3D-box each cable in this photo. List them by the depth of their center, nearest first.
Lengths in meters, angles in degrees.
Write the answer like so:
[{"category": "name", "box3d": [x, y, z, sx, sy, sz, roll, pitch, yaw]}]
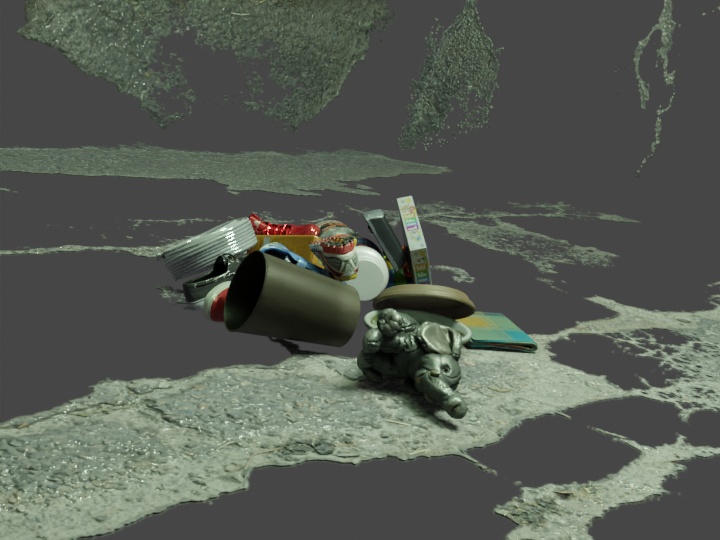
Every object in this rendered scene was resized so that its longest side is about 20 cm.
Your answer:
[{"category": "cable", "box3d": [-0.308, -0.044, 1.833, 0.199, 0.069, 0.200, -27, 9, -21]}]

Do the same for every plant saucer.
[{"category": "plant saucer", "box3d": [0.102, 0.121, 1.640, 0.199, 0.050, 0.200, 7, 12, -2]}, {"category": "plant saucer", "box3d": [0.123, 0.063, 1.730, 0.199, 0.030, 0.200, 4, -17, 1]}]

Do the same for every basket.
[{"category": "basket", "box3d": [-0.113, 0.059, 1.560, 0.199, 0.137, 0.180, 16, -29, -27]}]

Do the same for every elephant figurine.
[{"category": "elephant figurine", "box3d": [0.105, 0.153, 1.435, 0.199, 0.155, 0.142, 24, -24, 17]}]

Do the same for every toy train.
[{"category": "toy train", "box3d": [0.076, -0.031, 2.011, 0.115, 0.085, 0.201, -3, 49, 6]}]

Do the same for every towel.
[{"category": "towel", "box3d": [0.255, 0.119, 1.801, 0.146, 0.022, 0.200, 6, 13, -14]}]

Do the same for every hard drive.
[{"category": "hard drive", "box3d": [0.052, -0.066, 1.847, 0.042, 0.135, 0.200, -30, 5, 2]}]

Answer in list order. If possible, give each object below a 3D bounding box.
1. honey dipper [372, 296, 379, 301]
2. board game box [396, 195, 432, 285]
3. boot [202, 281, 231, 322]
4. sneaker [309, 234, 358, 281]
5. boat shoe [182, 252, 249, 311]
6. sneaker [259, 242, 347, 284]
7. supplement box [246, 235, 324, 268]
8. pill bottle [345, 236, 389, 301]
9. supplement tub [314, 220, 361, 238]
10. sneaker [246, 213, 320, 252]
[{"category": "honey dipper", "box3d": [0.064, 0.062, 1.875, 0.199, 0.038, 0.038, 10, 15, 10]}, {"category": "board game box", "box3d": [0.113, -0.045, 1.844, 0.034, 0.135, 0.200, -11, 35, 1]}, {"category": "boot", "box3d": [-0.181, 0.071, 1.646, 0.144, 0.073, 0.200, 19, 15, 30]}, {"category": "sneaker", "box3d": [-0.048, -0.020, 1.665, 0.077, 0.083, 0.200, -12, 8, -7]}, {"category": "boat shoe", "box3d": [-0.262, 0.003, 1.726, 0.200, 0.067, 0.070, -33, 28, -33]}, {"category": "sneaker", "box3d": [-0.114, 0.012, 1.692, 0.199, 0.074, 0.082, 28, 0, 12]}, {"category": "supplement box", "box3d": [-0.148, -0.035, 1.862, 0.199, 0.069, 0.066, -1, -14, 41]}, {"category": "pill bottle", "box3d": [0.000, 0.000, 1.805, 0.112, 0.113, 0.200, 7, 10, -7]}, {"category": "supplement tub", "box3d": [-0.056, -0.044, 1.998, 0.122, 0.123, 0.200, 5, 8, -12]}, {"category": "sneaker", "box3d": [-0.191, -0.080, 1.968, 0.199, 0.116, 0.078, -25, 27, 32]}]
